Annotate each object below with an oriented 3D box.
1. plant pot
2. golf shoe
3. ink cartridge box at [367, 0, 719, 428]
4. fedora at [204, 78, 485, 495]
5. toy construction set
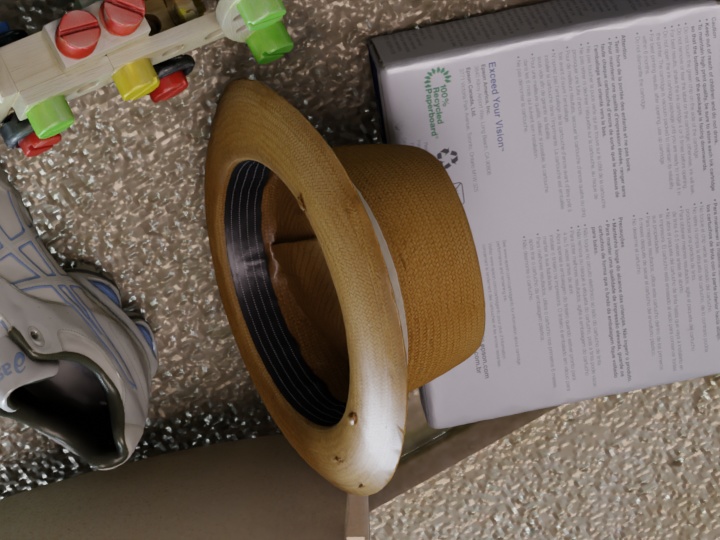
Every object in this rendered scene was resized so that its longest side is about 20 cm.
[{"bbox_3d":[-0.100,0.163,1.387,0.200,0.187,0.188,1,122,3],"label":"plant pot"},{"bbox_3d":[-0.165,0.013,1.315,0.200,0.097,0.078,37,109,-27],"label":"golf shoe"},{"bbox_3d":[0.114,-0.034,1.377,0.200,0.043,0.197,-11,121,-6],"label":"ink cartridge box"},{"bbox_3d":[0.000,0.000,1.292,0.082,0.201,0.201,-16,124,-20],"label":"fedora"},{"bbox_3d":[-0.105,-0.110,1.234,0.200,0.092,0.131,-9,167,-18],"label":"toy construction set"}]
